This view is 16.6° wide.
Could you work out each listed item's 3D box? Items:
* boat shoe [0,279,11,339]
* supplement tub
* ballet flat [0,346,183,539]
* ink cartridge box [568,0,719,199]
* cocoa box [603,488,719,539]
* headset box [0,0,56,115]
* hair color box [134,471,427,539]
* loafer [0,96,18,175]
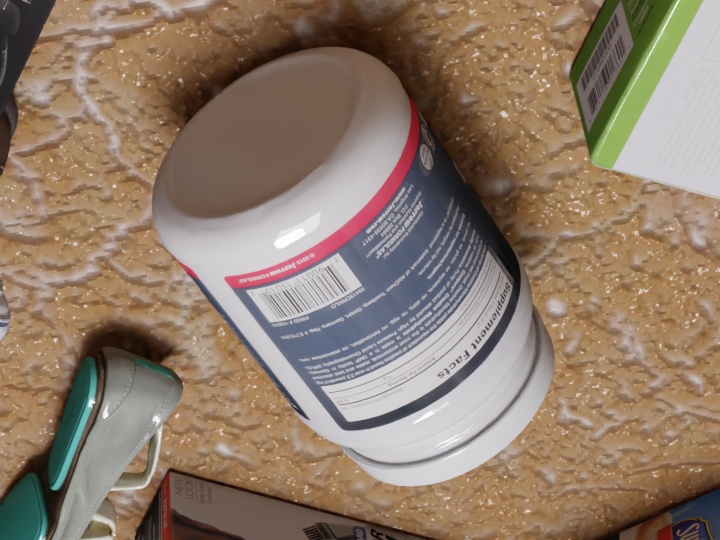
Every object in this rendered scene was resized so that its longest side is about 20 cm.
[{"bbox_3d":[-0.209,-0.059,1.165,0.086,0.202,0.075,-42,156,11],"label":"boat shoe"},{"bbox_3d":[0.000,0.000,1.242,0.140,0.140,0.200,-25,127,15],"label":"supplement tub"},{"bbox_3d":[-0.156,0.125,1.383,0.064,0.067,0.200,14,127,-24],"label":"ballet flat"},{"bbox_3d":[0.225,-0.104,1.217,0.200,0.076,0.148,14,126,-17],"label":"ink cartridge box"},{"bbox_3d":[0.208,0.256,1.447,0.131,0.133,0.200,-27,111,16],"label":"cocoa box"},{"bbox_3d":[-0.214,-0.132,1.087,0.149,0.200,0.075,31,150,-19],"label":"headset box"},{"bbox_3d":[-0.027,0.196,1.420,0.200,0.111,0.064,15,126,-17],"label":"hair color box"},{"bbox_3d":[-0.241,-0.013,1.257,0.073,0.071,0.200,21,125,-20],"label":"loafer"}]
